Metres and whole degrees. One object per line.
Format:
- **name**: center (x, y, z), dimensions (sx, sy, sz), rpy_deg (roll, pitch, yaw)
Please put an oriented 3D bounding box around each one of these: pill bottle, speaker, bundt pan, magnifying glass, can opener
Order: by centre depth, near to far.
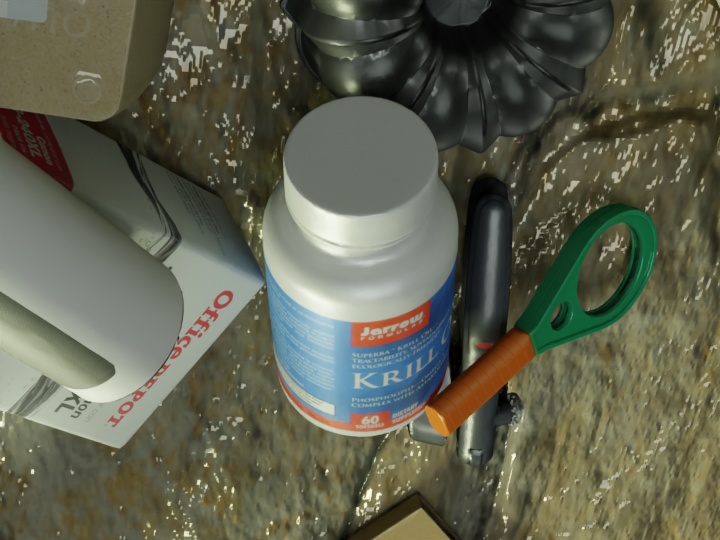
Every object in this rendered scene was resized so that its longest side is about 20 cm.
- **speaker**: center (-0.168, -0.014, 0.611), dimensions (0.081, 0.082, 0.200), rpy_deg (-34, 141, 10)
- **bundt pan**: center (0.057, -0.152, 0.748), dimensions (0.198, 0.076, 0.205), rpy_deg (-5, 121, -8)
- **pill bottle**: center (0.000, 0.000, 0.771), dimensions (0.110, 0.113, 0.201), rpy_deg (-9, 145, -5)
- **magnifying glass**: center (0.117, 0.031, 0.849), dimensions (0.200, 0.022, 0.080), rpy_deg (-41, 133, -22)
- **can opener**: center (0.076, 0.039, 0.873), dimensions (0.077, 0.064, 0.203), rpy_deg (1, 121, -10)

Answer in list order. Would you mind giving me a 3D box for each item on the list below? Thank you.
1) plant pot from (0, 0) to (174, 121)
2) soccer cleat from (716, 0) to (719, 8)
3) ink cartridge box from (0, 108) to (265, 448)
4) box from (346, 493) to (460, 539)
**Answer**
- **plant pot**: center (-0.172, -0.177, 0.629), dimensions (0.197, 0.178, 0.202), rpy_deg (8, 120, -14)
- **soccer cleat**: center (0.229, -0.168, 0.768), dimensions (0.069, 0.078, 0.201), rpy_deg (-26, 122, 6)
- **ink cartridge box**: center (-0.171, 0.001, 0.749), dimensions (0.145, 0.084, 0.199), rpy_deg (-47, 138, 13)
- **box**: center (0.007, 0.273, 1.026), dimensions (0.199, 0.021, 0.164), rpy_deg (-34, 121, 11)
